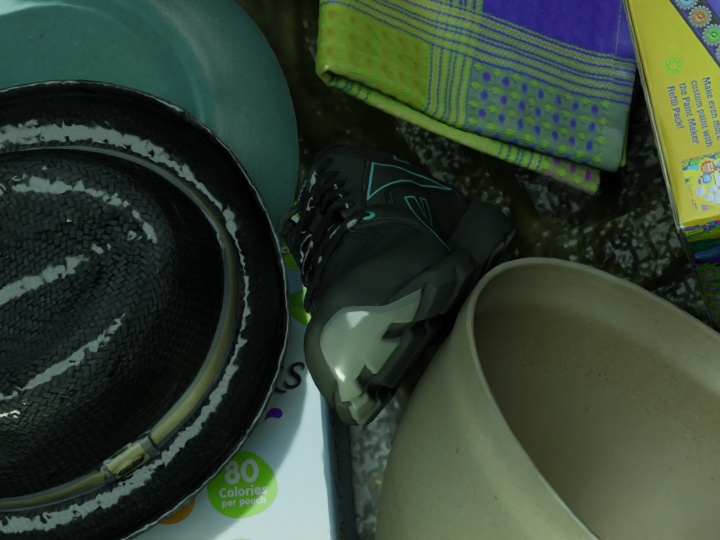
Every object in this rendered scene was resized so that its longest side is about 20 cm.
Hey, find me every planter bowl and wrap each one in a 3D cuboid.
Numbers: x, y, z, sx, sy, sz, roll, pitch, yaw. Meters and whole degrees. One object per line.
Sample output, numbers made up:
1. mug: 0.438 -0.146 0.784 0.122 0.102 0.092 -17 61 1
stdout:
1. planter bowl: 0.084 0.112 0.879 0.200 0.200 0.135 46 118 16

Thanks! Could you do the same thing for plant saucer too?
1. plant saucer: -0.125 -0.044 0.970 0.199 0.036 0.201 -3 74 11

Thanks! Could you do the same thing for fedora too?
1. fedora: -0.128 0.014 0.883 0.200 0.092 0.201 -1 80 4

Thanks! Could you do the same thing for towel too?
1. towel: 0.057 -0.144 0.953 0.143 0.023 0.201 20 69 -23

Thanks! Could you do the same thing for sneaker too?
1. sneaker: 0.000 0.000 0.891 0.079 0.200 0.075 36 103 3

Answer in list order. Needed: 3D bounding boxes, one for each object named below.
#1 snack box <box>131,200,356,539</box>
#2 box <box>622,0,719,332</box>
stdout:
1. snack box: -0.076 0.081 0.973 0.142 0.053 0.201 -6 76 9
2. box: 0.200 -0.071 0.870 0.192 0.200 0.122 -13 76 8
